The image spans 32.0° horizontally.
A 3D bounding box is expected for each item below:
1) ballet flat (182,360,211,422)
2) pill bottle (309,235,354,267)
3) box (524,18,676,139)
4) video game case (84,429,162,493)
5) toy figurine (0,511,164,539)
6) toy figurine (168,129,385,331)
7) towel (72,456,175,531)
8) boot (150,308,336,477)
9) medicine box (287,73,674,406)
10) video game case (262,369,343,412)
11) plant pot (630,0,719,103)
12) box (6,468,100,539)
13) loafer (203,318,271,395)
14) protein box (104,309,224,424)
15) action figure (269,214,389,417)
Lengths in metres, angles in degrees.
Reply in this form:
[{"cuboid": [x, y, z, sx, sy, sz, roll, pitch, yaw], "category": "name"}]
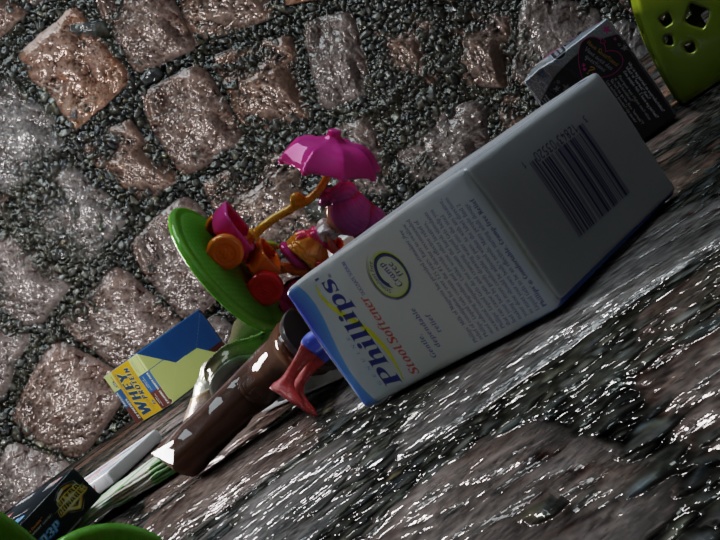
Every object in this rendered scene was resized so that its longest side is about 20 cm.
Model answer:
[{"cuboid": [-0.169, 0.136, 1.657, 0.199, 0.067, 0.068, -35, 2, 3], "category": "ballet flat"}, {"cuboid": [0.000, 0.000, 1.439, 0.113, 0.113, 0.200, -35, 2, -3], "category": "pill bottle"}, {"cuboid": [0.262, -0.197, 1.401, 0.114, 0.133, 0.200, -36, 3, 11], "category": "box"}, {"cuboid": [-0.393, 0.313, 1.831, 0.182, 0.023, 0.200, -35, 3, 14], "category": "video game case"}, {"cuboid": [-0.111, 0.152, 0.403, 0.198, 0.152, 0.184, -9, 3, -30], "category": "toy figurine"}, {"cuboid": [-0.050, -0.041, 1.206, 0.184, 0.200, 0.150, -40, 24, 12], "category": "toy figurine"}, {"cuboid": [-0.225, 0.220, 1.388, 0.199, 0.023, 0.153, -36, 2, 17], "category": "towel"}, {"cuboid": [-0.111, 0.120, 1.114, 0.200, 0.064, 0.186, -39, -6, 4], "category": "boot"}, {"cuboid": [0.082, -0.020, 0.863, 0.200, 0.103, 0.182, -34, 2, 45], "category": "medicine box"}, {"cuboid": [-0.015, 0.080, 1.249, 0.143, 0.018, 0.200, -36, 3, -30], "category": "video game case"}, {"cuboid": [0.399, -0.325, 1.446, 0.198, 0.182, 0.200, -35, 2, 15], "category": "plant pot"}, {"cuboid": [-0.373, 0.299, 1.341, 0.159, 0.046, 0.200, -49, 10, -34], "category": "box"}, {"cuboid": [-0.116, 0.086, 1.278, 0.075, 0.070, 0.200, -44, -10, 11], "category": "loafer"}, {"cuboid": [-0.434, 0.217, 2.832, 0.198, 0.135, 0.200, -37, 4, -37], "category": "protein box"}, {"cuboid": [0.024, 0.035, 0.994, 0.201, 0.098, 0.065, -59, -14, -6], "category": "action figure"}]
